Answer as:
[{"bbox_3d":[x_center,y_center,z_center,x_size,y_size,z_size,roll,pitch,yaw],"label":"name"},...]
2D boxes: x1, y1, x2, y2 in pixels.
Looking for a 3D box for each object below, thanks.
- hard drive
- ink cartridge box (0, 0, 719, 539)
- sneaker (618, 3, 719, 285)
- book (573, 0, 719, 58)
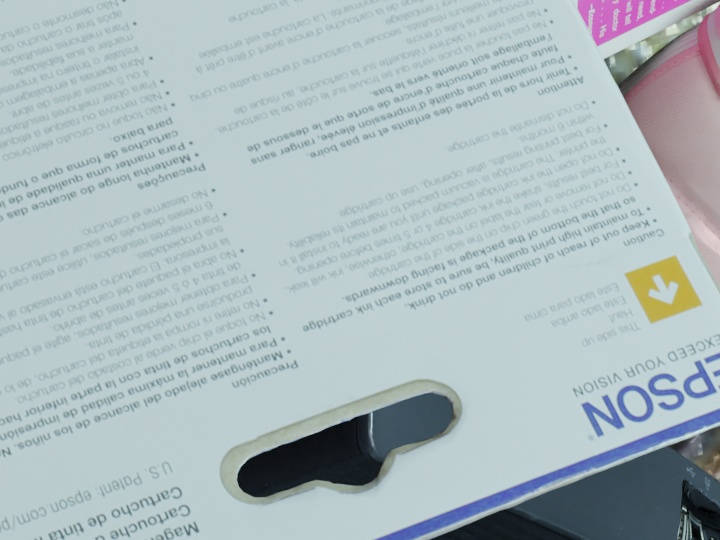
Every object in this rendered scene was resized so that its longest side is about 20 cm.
[{"bbox_3d":[0.014,0.075,0.826,0.200,0.135,0.042,29,46,-50],"label":"hard drive"},{"bbox_3d":[-0.036,-0.018,0.658,0.196,0.043,0.201,-19,70,-18],"label":"ink cartridge box"},{"bbox_3d":[0.130,0.022,0.887,0.104,0.075,0.201,-31,98,22],"label":"sneaker"},{"bbox_3d":[0.080,-0.126,0.824,0.199,0.048,0.134,-26,135,-25],"label":"book"}]
